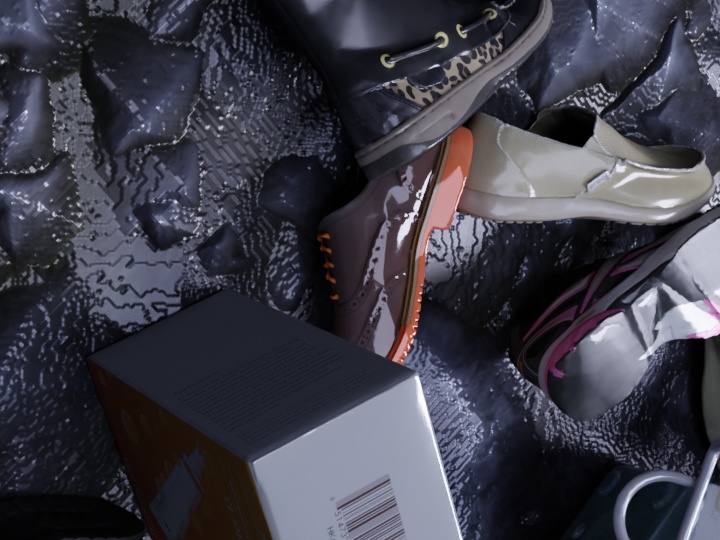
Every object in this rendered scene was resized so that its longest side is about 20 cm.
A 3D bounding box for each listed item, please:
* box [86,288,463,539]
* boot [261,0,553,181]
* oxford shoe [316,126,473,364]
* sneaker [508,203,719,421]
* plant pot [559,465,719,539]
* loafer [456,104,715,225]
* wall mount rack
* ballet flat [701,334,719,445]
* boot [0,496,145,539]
[{"bbox_3d":[-0.047,0.101,0.762,0.097,0.200,0.125,-26,113,-25],"label":"box"},{"bbox_3d":[0.020,-0.156,0.815,0.151,0.073,0.200,52,48,-11],"label":"boot"},{"bbox_3d":[0.000,0.000,0.858,0.072,0.071,0.201,20,83,-16],"label":"oxford shoe"},{"bbox_3d":[0.176,0.011,0.948,0.200,0.086,0.081,-29,119,-22],"label":"sneaker"},{"bbox_3d":[0.230,0.237,0.977,0.200,0.196,0.196,42,78,-11],"label":"plant pot"},{"bbox_3d":[0.144,-0.068,0.919,0.199,0.076,0.069,-5,109,-30],"label":"loafer"},{"bbox_3d":[0.238,0.198,0.857,0.199,0.075,0.174,22,76,4],"label":"wall mount rack"},{"bbox_3d":[0.277,0.061,1.037,0.069,0.069,0.201,-23,112,-26],"label":"ballet flat"},{"bbox_3d":[-0.215,0.193,0.758,0.199,0.077,0.139,8,101,-32],"label":"boot"}]
